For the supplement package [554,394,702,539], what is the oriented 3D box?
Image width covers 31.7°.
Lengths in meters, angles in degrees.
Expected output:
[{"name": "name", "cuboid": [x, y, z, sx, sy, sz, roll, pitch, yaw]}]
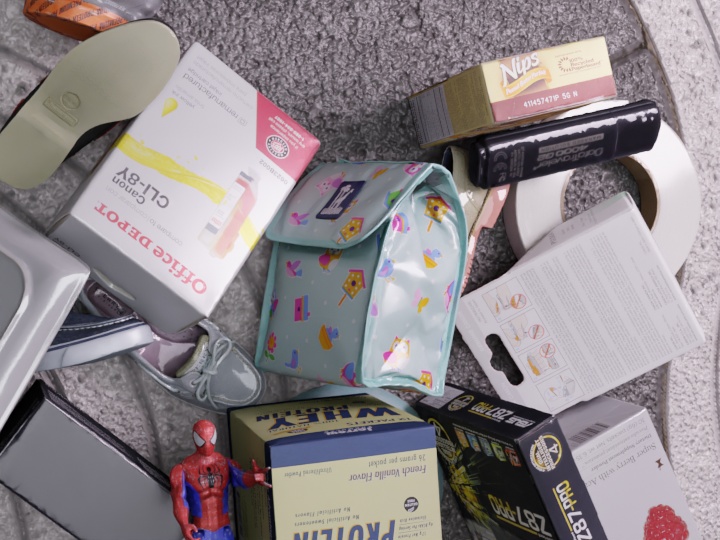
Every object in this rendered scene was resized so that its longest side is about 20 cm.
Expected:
[{"name": "supplement package", "cuboid": [0.237, 0.237, 1.210, 0.121, 0.120, 0.201, -28, 99, -14]}]

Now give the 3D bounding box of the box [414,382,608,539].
[{"name": "box", "cuboid": [0.136, 0.191, 1.134, 0.049, 0.200, 0.162, -30, 105, -19]}]

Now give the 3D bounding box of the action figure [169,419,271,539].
[{"name": "action figure", "cuboid": [-0.106, 0.215, 0.969, 0.065, 0.099, 0.201, -5, 87, -20]}]

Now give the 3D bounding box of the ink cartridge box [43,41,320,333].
[{"name": "ink cartridge box", "cuboid": [-0.149, -0.068, 1.080, 0.145, 0.083, 0.200, 38, 63, -15]}]

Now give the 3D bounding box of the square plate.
[{"name": "square plate", "cuboid": [-0.329, 0.041, 1.016, 0.200, 0.198, 0.028, -60, 145, 0]}]

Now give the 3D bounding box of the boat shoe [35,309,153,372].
[{"name": "boat shoe", "cuboid": [-0.274, 0.040, 1.056, 0.199, 0.071, 0.091, -11, 88, 12]}]

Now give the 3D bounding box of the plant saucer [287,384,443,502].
[{"name": "plant saucer", "cuboid": [-0.012, 0.206, 1.183, 0.200, 0.039, 0.202, 0, 92, -15]}]

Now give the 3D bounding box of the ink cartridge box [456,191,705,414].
[{"name": "ink cartridge box", "cuboid": [0.204, 0.042, 1.208, 0.200, 0.050, 0.161, -28, 109, 14]}]

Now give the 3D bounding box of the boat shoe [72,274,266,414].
[{"name": "boat shoe", "cuboid": [-0.169, 0.064, 1.120, 0.202, 0.065, 0.075, 39, 82, -13]}]

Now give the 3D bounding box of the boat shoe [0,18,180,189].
[{"name": "boat shoe", "cuboid": [-0.228, -0.147, 1.052, 0.201, 0.063, 0.074, -35, 112, 23]}]

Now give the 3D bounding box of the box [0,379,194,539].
[{"name": "box", "cuboid": [-0.212, 0.187, 1.066, 0.200, 0.141, 0.079, 40, 83, -13]}]

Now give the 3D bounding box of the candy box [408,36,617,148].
[{"name": "candy box", "cuboid": [0.129, -0.154, 1.122, 0.115, 0.200, 0.056, -14, 93, -14]}]

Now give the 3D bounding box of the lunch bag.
[{"name": "lunch bag", "cuboid": [0.000, 0.000, 1.104, 0.122, 0.170, 0.201, 9, 87, -37]}]

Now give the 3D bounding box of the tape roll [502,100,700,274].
[{"name": "tape roll", "cuboid": [0.238, -0.066, 1.242, 0.202, 0.037, 0.204, -1, 93, -15]}]

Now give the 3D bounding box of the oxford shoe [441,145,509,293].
[{"name": "oxford shoe", "cuboid": [0.067, -0.021, 1.180, 0.074, 0.071, 0.201, 30, 74, -18]}]

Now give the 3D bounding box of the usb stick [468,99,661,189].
[{"name": "usb stick", "cuboid": [0.192, -0.118, 1.178, 0.199, 0.033, 0.056, -15, 129, -20]}]

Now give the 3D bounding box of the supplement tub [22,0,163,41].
[{"name": "supplement tub", "cuboid": [-0.209, -0.295, 1.065, 0.122, 0.123, 0.201, 16, 89, -15]}]

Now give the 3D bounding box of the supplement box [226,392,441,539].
[{"name": "supplement box", "cuboid": [-0.025, 0.218, 1.056, 0.134, 0.200, 0.201, -5, 94, -15]}]
